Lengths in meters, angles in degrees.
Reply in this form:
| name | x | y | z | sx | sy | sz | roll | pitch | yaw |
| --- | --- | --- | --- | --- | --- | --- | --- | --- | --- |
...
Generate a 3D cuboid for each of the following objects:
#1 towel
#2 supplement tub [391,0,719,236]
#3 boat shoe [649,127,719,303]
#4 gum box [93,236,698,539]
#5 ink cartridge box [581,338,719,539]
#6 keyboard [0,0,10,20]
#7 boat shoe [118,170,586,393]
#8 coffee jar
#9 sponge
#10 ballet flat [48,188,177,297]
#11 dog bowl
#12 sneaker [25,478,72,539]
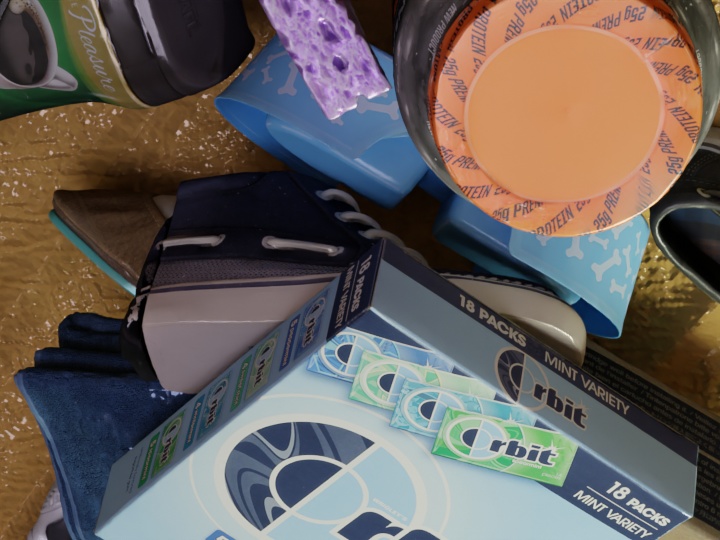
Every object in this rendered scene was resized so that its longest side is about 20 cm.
| name | x | y | z | sx | sy | sz | roll | pitch | yaw |
| --- | --- | --- | --- | --- | --- | --- | --- | --- | --- |
| towel | -0.085 | 0.118 | 1.281 | 0.111 | 0.049 | 0.201 | 5 | 123 | 27 |
| supplement tub | 0.072 | -0.094 | 1.062 | 0.122 | 0.200 | 0.123 | 0 | 112 | 0 |
| boat shoe | 0.203 | 0.018 | 1.195 | 0.200 | 0.057 | 0.069 | 36 | 127 | -6 |
| gum box | 0.013 | 0.093 | 1.172 | 0.170 | 0.045 | 0.200 | 34 | 131 | -20 |
| ink cartridge box | 0.087 | 0.127 | 1.278 | 0.164 | 0.075 | 0.200 | 31 | 137 | -7 |
| keyboard | -0.210 | -0.108 | 1.180 | 0.104 | 0.040 | 0.200 | 24 | 119 | -15 |
| boat shoe | 0.000 | 0.000 | 1.187 | 0.199 | 0.093 | 0.075 | 2 | 142 | 12 |
| coffee jar | -0.149 | -0.114 | 1.213 | 0.199 | 0.085 | 0.105 | -7 | 113 | 25 |
| sponge | -0.037 | -0.137 | 1.095 | 0.030 | 0.200 | 0.112 | -29 | 111 | 3 |
| ballet flat | -0.051 | 0.013 | 1.274 | 0.200 | 0.068 | 0.072 | 44 | 100 | 8 |
| dog bowl | 0.035 | -0.042 | 1.189 | 0.200 | 0.111 | 0.050 | 31 | 83 | -2 |
| sneaker | -0.119 | 0.165 | 1.401 | 0.114 | 0.076 | 0.200 | 27 | 129 | -2 |
